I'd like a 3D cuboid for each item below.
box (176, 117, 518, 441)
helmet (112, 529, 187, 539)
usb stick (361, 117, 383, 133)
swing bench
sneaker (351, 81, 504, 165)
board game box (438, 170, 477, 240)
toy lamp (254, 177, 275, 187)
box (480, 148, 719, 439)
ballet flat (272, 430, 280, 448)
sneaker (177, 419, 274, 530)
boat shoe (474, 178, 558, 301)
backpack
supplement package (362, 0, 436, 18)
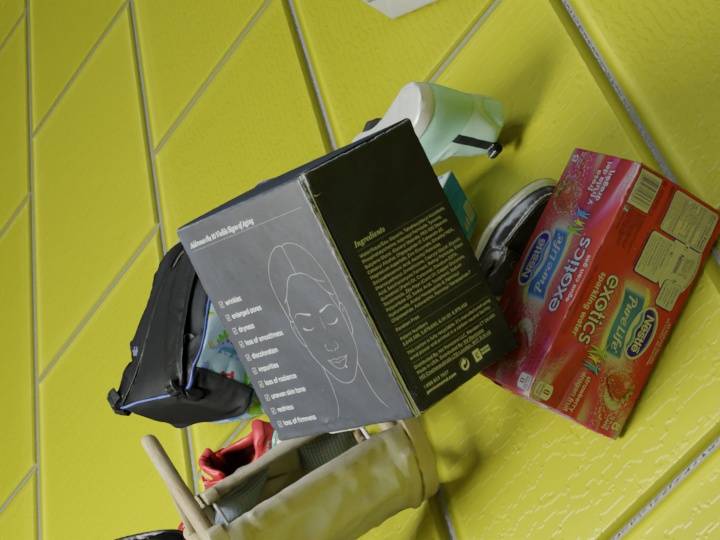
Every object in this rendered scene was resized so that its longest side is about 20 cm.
[{"bbox_3d":[-0.015,0.013,1.218,0.124,0.197,0.200,-32,9,-35],"label":"box"},{"bbox_3d":[-0.206,0.362,1.476,0.200,0.200,0.191,-4,106,57],"label":"helmet"},{"bbox_3d":[0.001,-0.082,1.616,0.055,0.033,0.200,6,54,23],"label":"usb stick"},{"bbox_3d":[-0.057,0.185,1.357,0.199,0.130,0.200,-28,29,-14],"label":"swing bench"},{"bbox_3d":[0.064,-0.111,1.523,0.200,0.118,0.074,-43,47,54],"label":"sneaker"},{"bbox_3d":[0.000,0.000,1.428,0.196,0.056,0.200,-26,12,18],"label":"board game box"},{"bbox_3d":[-0.071,0.004,1.633,0.058,0.058,0.200,-28,66,46],"label":"toy lamp"},{"bbox_3d":[0.184,0.017,1.218,0.200,0.100,0.095,-64,28,-1],"label":"box"},{"bbox_3d":[-0.031,0.107,1.545,0.064,0.067,0.200,0,55,26],"label":"ballet flat"},{"bbox_3d":[-0.137,0.216,1.591,0.200,0.085,0.077,-46,32,27],"label":"sneaker"},{"bbox_3d":[0.127,0.014,1.356,0.200,0.073,0.065,-59,40,16],"label":"boat shoe"},{"bbox_3d":[-0.160,0.066,1.686,0.183,0.147,0.200,-19,55,52],"label":"backpack"},{"bbox_3d":[0.051,-0.411,1.761,0.120,0.121,0.200,-11,57,56],"label":"supplement package"}]
